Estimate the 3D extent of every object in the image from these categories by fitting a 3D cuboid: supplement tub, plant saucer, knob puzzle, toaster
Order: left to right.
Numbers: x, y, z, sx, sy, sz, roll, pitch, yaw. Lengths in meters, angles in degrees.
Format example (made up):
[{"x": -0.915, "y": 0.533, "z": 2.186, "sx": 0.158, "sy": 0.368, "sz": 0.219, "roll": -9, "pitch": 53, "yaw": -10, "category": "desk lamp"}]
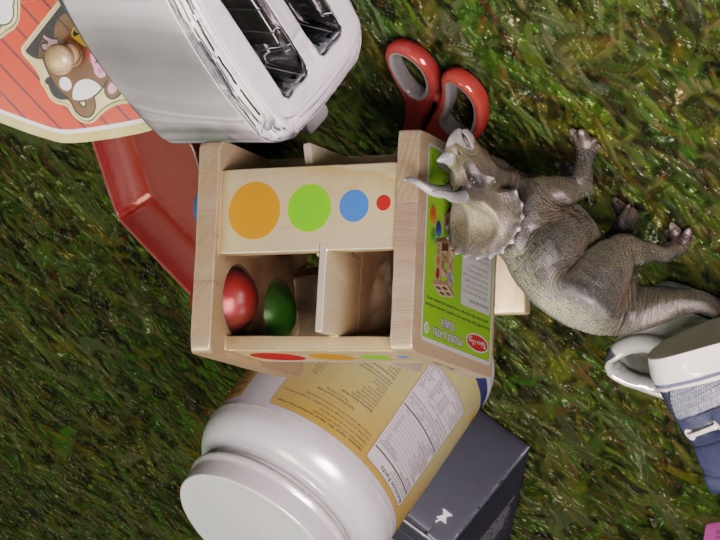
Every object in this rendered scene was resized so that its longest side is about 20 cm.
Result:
[{"x": -0.196, "y": -0.162, "z": 1.695, "sx": 0.219, "sy": 0.030, "sz": 0.221, "roll": 10, "pitch": 115, "yaw": 23, "category": "knob puzzle"}, {"x": -0.127, "y": -0.066, "z": 1.821, "sx": 0.200, "sy": 0.037, "sz": 0.201, "roll": 44, "pitch": 156, "yaw": 43, "category": "plant saucer"}, {"x": -0.090, "y": -0.160, "z": 1.570, "sx": 0.129, "sy": 0.114, "sz": 0.200, "roll": 10, "pitch": 142, "yaw": 46, "category": "toaster"}, {"x": -0.016, "y": 0.105, "z": 1.797, "sx": 0.144, "sy": 0.200, "sz": 0.145, "roll": 27, "pitch": 149, "yaw": 18, "category": "supplement tub"}]

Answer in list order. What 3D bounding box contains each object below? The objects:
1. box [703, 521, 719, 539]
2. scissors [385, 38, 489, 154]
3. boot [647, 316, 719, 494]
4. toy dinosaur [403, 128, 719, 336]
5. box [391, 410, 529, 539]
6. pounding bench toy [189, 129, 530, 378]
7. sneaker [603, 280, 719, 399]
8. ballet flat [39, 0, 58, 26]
[{"x": 0.311, "y": 0.229, "z": 1.557, "sx": 0.175, "sy": 0.097, "sz": 0.200, "roll": -14, "pitch": 127, "yaw": 28, "category": "box"}, {"x": 0.039, "y": -0.076, "z": 1.637, "sx": 0.073, "sy": 0.014, "sz": 0.200, "roll": 34, "pitch": 155, "yaw": 12, "category": "scissors"}, {"x": 0.245, "y": 0.060, "z": 1.421, "sx": 0.200, "sy": 0.073, "sz": 0.091, "roll": -17, "pitch": 102, "yaw": 51, "category": "boot"}, {"x": 0.119, "y": -0.010, "z": 1.513, "sx": 0.200, "sy": 0.102, "sz": 0.077, "roll": 44, "pitch": 158, "yaw": -4, "category": "toy dinosaur"}, {"x": 0.030, "y": 0.161, "z": 1.972, "sx": 0.148, "sy": 0.104, "sz": 0.200, "roll": 36, "pitch": 157, "yaw": 14, "category": "box"}, {"x": 0.000, "y": 0.000, "z": 1.607, "sx": 0.155, "sy": 0.125, "sz": 0.200, "roll": -2, "pitch": 170, "yaw": 24, "category": "pounding bench toy"}, {"x": 0.225, "y": 0.068, "z": 1.524, "sx": 0.200, "sy": 0.071, "sz": 0.073, "roll": 18, "pitch": 149, "yaw": 44, "category": "sneaker"}, {"x": -0.160, "y": -0.166, "z": 1.731, "sx": 0.200, "sy": 0.071, "sz": 0.071, "roll": 40, "pitch": 158, "yaw": 3, "category": "ballet flat"}]
